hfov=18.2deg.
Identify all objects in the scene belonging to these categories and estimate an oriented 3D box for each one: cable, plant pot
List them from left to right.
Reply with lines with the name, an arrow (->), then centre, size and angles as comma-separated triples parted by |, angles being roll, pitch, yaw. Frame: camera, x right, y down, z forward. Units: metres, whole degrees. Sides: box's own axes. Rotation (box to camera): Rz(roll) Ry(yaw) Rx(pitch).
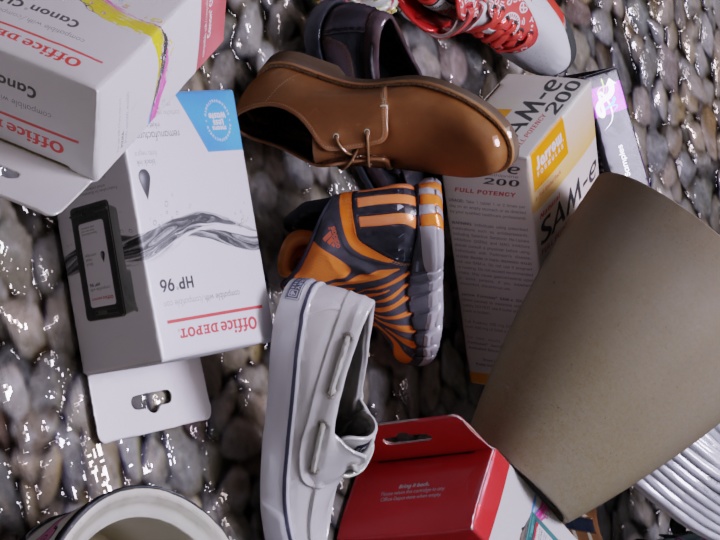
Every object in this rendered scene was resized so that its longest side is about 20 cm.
plant pot -> 0.173, 0.070, 1.555 | 0.200, 0.187, 0.187 | -49, 127, -9
cable -> 0.234, 0.127, 1.743 | 0.200, 0.069, 0.200 | 35, 13, -28

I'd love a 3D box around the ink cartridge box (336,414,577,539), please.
ink cartridge box -> 0.067, 0.184, 1.535 | 0.200, 0.116, 0.068 | 48, 47, -36

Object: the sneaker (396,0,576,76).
sneaker -> 0.086, -0.195, 1.699 | 0.202, 0.067, 0.108 | 50, 39, -28

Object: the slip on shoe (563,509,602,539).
slip on shoe -> 0.144, 0.187, 1.695 | 0.076, 0.060, 0.201 | 16, 50, -44

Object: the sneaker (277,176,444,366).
sneaker -> 0.000, 0.000, 1.529 | 0.201, 0.111, 0.078 | 87, 1, -56

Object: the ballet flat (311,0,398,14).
ballet flat -> -0.014, -0.220, 1.557 | 0.200, 0.064, 0.076 | 34, 67, -52

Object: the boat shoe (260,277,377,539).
boat shoe -> -0.021, 0.101, 1.422 | 0.072, 0.065, 0.202 | -44, 142, -64

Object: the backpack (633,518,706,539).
backpack -> 0.301, 0.281, 1.765 | 0.126, 0.199, 0.168 | -14, 93, -54

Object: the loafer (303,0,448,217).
loafer -> 0.027, -0.106, 1.583 | 0.072, 0.063, 0.201 | -59, 135, -31

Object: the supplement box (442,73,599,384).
supplement box -> 0.126, -0.028, 1.661 | 0.126, 0.073, 0.201 | -49, 138, -48

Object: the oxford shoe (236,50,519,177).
oxford shoe -> 0.007, -0.087, 1.466 | 0.071, 0.199, 0.072 | -51, 143, -42

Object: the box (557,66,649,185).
box -> 0.184, -0.054, 1.745 | 0.036, 0.143, 0.202 | -17, 97, -18

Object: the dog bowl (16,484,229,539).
dog bowl -> -0.142, 0.225, 1.270 | 0.200, 0.073, 0.202 | 20, 65, -51

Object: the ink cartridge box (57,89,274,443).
ink cartridge box -> -0.118, -0.004, 1.367 | 0.116, 0.067, 0.202 | -9, 89, -55

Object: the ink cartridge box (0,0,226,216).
ink cartridge box -> -0.169, -0.125, 1.274 | 0.200, 0.116, 0.068 | -55, 160, -45
